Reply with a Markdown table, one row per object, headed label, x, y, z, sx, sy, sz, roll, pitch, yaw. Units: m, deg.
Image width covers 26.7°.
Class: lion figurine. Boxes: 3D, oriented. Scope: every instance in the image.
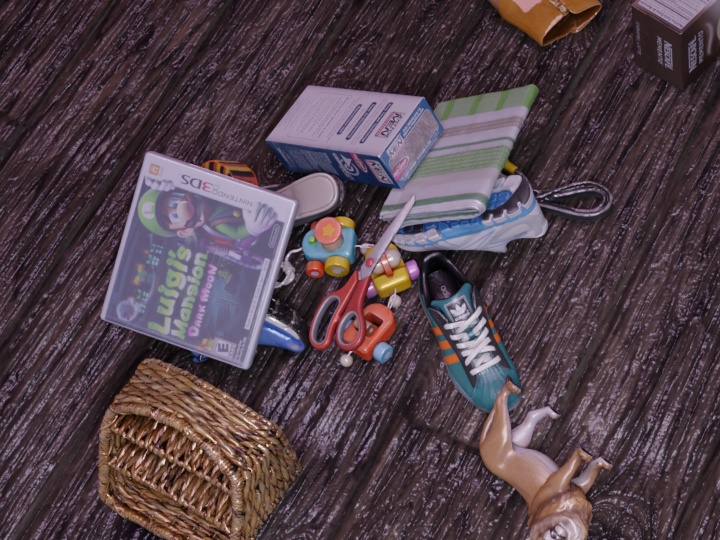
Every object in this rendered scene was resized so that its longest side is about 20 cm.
| label | x | y | z | sx | sy | sz | roll | pitch | yaw |
| --- | --- | --- | --- | --- | --- | --- | --- | --- | --- |
| lion figurine | 0.179 | 0.211 | 1.580 | 0.123 | 0.072 | 0.200 | -53 | 47 | 12 |

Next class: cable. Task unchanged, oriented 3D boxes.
| label | x | y | z | sx | sy | sz | roll | pitch | yaw |
| --- | --- | --- | --- | --- | --- | --- | --- | --- | --- |
| cable | 0.190 | -0.091 | 1.774 | 0.200 | 0.050 | 0.097 | 18 | 65 | 26 |

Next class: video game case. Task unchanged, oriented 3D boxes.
| label | x | y | z | sx | sy | sz | roll | pitch | yaw |
| --- | --- | --- | --- | --- | --- | --- | --- | --- | --- |
| video game case | -0.181 | -0.011 | 1.696 | 0.181 | 0.023 | 0.201 | 19 | 100 | 8 |

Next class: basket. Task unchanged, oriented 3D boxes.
| label | x | y | z | sx | sy | sz | roll | pitch | yaw |
| --- | --- | --- | --- | --- | --- | --- | --- | --- | --- |
| basket | -0.189 | 0.204 | 1.629 | 0.200 | 0.143 | 0.149 | 25 | 67 | 26 |

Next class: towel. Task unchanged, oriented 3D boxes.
| label | x | y | z | sx | sy | sz | roll | pitch | yaw |
| --- | --- | --- | --- | --- | --- | --- | --- | --- | --- |
| towel | 0.118 | -0.131 | 1.764 | 0.149 | 0.031 | 0.200 | -4 | 44 | 39 |

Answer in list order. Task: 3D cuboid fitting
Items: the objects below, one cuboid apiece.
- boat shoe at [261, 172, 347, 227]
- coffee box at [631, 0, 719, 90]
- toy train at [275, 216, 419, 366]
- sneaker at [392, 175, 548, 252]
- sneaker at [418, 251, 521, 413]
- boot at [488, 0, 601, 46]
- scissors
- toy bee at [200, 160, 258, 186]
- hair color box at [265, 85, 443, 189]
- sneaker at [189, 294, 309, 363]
| label | x | y | z | sx | sy | sz | roll | pitch | yaw |
| --- | --- | --- | --- | --- | --- | --- | --- | --- | --- |
| boat shoe | -0.109 | -0.071 | 1.837 | 0.199 | 0.057 | 0.067 | -14 | 82 | 17 |
| coffee box | 0.422 | -0.329 | 1.830 | 0.200 | 0.114 | 0.080 | -44 | 59 | -13 |
| toy train | -0.019 | 0.012 | 1.759 | 0.200 | 0.056 | 0.150 | 37 | 73 | 29 |
| sneaker | 0.126 | -0.046 | 1.753 | 0.200 | 0.087 | 0.075 | -8 | 51 | 37 |
| sneaker | 0.113 | 0.066 | 1.676 | 0.071 | 0.080 | 0.200 | -27 | 59 | -3 |
| boot | 0.259 | -0.379 | 1.936 | 0.201 | 0.071 | 0.144 | -43 | 65 | -10 |
| scissors | 0.000 | 0.000 | 1.716 | 0.073 | 0.014 | 0.201 | 14 | 80 | 36 |
| toy bee | -0.202 | -0.075 | 1.775 | 0.200 | 0.131 | 0.109 | -37 | 62 | 19 |
| hair color box | -0.009 | -0.162 | 1.822 | 0.200 | 0.061 | 0.100 | 12 | 59 | 45 |
| sneaker | -0.155 | 0.065 | 1.754 | 0.199 | 0.079 | 0.089 | 14 | 105 | 8 |
